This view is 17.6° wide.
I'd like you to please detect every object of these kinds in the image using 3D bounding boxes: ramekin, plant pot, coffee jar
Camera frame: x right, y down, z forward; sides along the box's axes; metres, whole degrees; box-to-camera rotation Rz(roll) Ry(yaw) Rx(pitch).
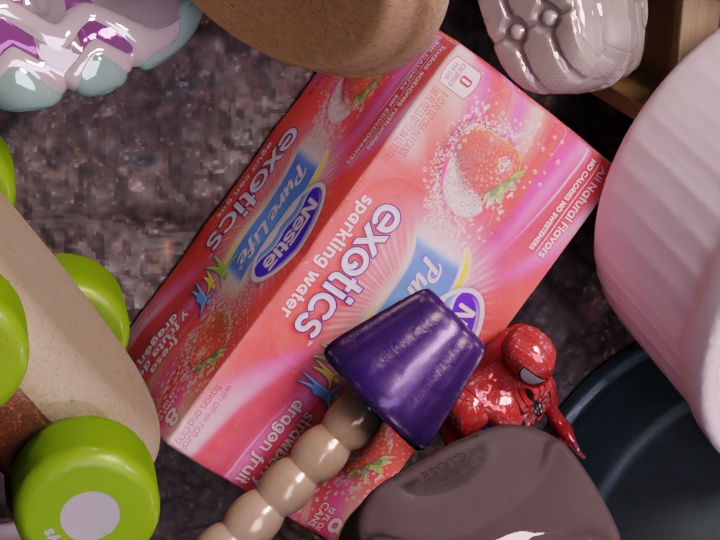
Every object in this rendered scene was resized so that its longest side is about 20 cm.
[{"bbox_3d":[0.192,-0.022,0.962,0.200,0.098,0.201,-23,137,-23],"label":"ramekin"},{"bbox_3d":[0.197,0.149,1.054,0.200,0.196,0.201,-7,112,-19],"label":"plant pot"},{"bbox_3d":[0.028,0.131,0.912,0.104,0.200,0.085,-26,77,-22],"label":"coffee jar"}]

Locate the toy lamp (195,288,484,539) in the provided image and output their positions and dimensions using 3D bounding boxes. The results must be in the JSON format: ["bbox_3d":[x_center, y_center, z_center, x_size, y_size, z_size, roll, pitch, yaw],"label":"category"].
[{"bbox_3d":[-0.032,0.088,0.913,0.200,0.058,0.058,-46,118,-1],"label":"toy lamp"}]

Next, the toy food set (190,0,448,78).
[{"bbox_3d":[-0.037,-0.158,0.835,0.049,0.198,0.200,-39,83,-28],"label":"toy food set"}]

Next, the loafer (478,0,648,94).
[{"bbox_3d":[0.071,-0.170,0.947,0.070,0.070,0.201,-12,91,-50],"label":"loafer"}]

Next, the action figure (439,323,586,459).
[{"bbox_3d":[0.058,0.077,0.988,0.065,0.052,0.200,-42,159,-25],"label":"action figure"}]

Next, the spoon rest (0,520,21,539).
[{"bbox_3d":[-0.190,0.144,0.969,0.199,0.099,0.061,0,124,-6],"label":"spoon rest"}]

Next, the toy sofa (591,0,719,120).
[{"bbox_3d":[0.152,-0.166,0.987,0.097,0.083,0.201,-4,110,-19],"label":"toy sofa"}]

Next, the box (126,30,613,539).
[{"bbox_3d":[0.000,0.000,0.979,0.103,0.095,0.200,35,94,-29],"label":"box"}]

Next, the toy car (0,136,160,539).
[{"bbox_3d":[-0.193,0.064,0.902,0.200,0.164,0.158,-33,118,7],"label":"toy car"}]

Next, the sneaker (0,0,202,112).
[{"bbox_3d":[-0.161,-0.130,0.879,0.199,0.078,0.140,-13,114,-17],"label":"sneaker"}]
